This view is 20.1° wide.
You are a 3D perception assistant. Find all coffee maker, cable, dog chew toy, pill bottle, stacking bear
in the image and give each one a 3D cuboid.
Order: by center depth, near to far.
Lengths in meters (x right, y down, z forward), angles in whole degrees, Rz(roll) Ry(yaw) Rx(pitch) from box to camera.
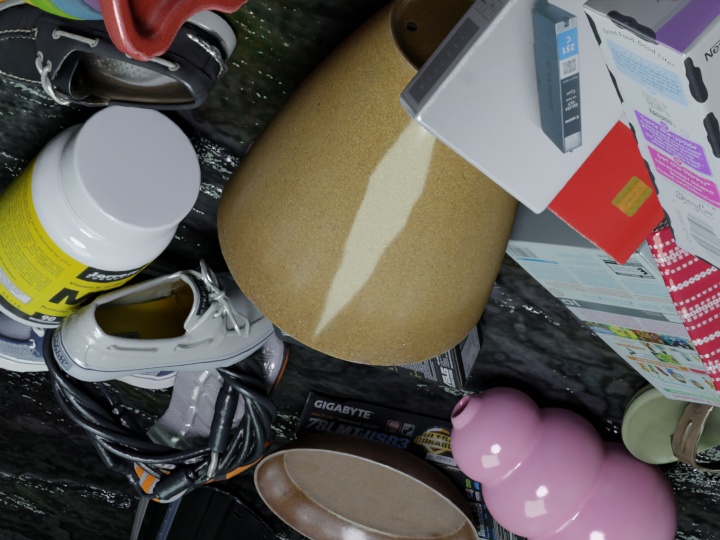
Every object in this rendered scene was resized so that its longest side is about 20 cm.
[{"bbox_3d":[-0.181,-0.200,1.214,0.200,0.121,0.114,9,123,37],"label":"stacking bear"},{"bbox_3d":[-0.199,-0.040,1.473,0.114,0.114,0.200,30,149,-17],"label":"pill bottle"},{"bbox_3d":[0.153,0.166,1.596,0.200,0.125,0.124,38,146,-14],"label":"dog chew toy"},{"bbox_3d":[-0.160,0.086,1.607,0.163,0.051,0.200,-19,108,23],"label":"cable"},{"bbox_3d":[-0.158,0.318,1.942,0.192,0.200,0.135,13,151,17],"label":"coffee maker"}]

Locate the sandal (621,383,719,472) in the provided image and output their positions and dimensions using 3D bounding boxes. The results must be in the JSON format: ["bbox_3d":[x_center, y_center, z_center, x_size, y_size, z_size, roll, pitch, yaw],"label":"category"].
[{"bbox_3d":[0.264,0.115,1.498,0.080,0.057,0.201,36,150,-24],"label":"sandal"}]

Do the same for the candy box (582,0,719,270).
[{"bbox_3d":[0.217,-0.112,1.041,0.072,0.168,0.200,35,164,40],"label":"candy box"}]

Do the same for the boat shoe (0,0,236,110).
[{"bbox_3d":[-0.179,-0.139,1.352,0.200,0.060,0.074,6,148,24],"label":"boat shoe"}]

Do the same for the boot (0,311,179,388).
[{"bbox_3d":[-0.238,0.037,1.678,0.200,0.073,0.090,7,141,7],"label":"boot"}]

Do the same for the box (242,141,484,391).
[{"bbox_3d":[0.000,0.000,1.470,0.157,0.050,0.200,15,150,20],"label":"box"}]

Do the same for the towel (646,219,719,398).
[{"bbox_3d":[0.272,0.019,1.251,0.144,0.022,0.200,-28,120,3],"label":"towel"}]

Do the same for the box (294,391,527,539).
[{"bbox_3d":[0.054,0.192,1.761,0.198,0.050,0.200,13,148,17],"label":"box"}]

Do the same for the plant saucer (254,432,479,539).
[{"bbox_3d":[0.009,0.192,1.711,0.200,0.035,0.200,16,148,10],"label":"plant saucer"}]

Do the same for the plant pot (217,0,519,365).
[{"bbox_3d":[0.027,-0.075,1.243,0.186,0.187,0.200,23,137,-4],"label":"plant pot"}]

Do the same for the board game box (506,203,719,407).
[{"bbox_3d":[0.207,0.018,1.333,0.200,0.064,0.147,42,163,-30],"label":"board game box"}]

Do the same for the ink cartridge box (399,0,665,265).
[{"bbox_3d":[0.149,-0.115,1.084,0.176,0.200,0.045,35,-170,-24],"label":"ink cartridge box"}]

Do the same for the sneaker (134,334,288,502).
[{"bbox_3d":[-0.105,0.108,1.704,0.078,0.112,0.200,51,121,17],"label":"sneaker"}]

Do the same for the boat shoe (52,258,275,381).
[{"bbox_3d":[-0.126,0.026,1.507,0.202,0.075,0.086,-8,157,-39],"label":"boat shoe"}]
